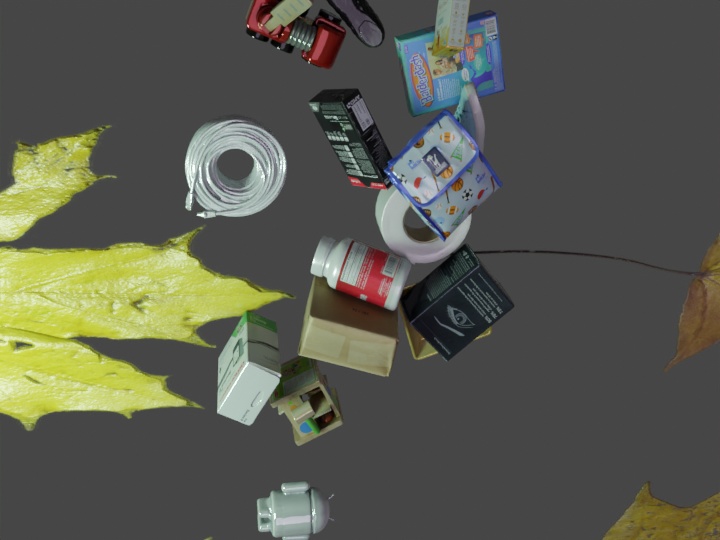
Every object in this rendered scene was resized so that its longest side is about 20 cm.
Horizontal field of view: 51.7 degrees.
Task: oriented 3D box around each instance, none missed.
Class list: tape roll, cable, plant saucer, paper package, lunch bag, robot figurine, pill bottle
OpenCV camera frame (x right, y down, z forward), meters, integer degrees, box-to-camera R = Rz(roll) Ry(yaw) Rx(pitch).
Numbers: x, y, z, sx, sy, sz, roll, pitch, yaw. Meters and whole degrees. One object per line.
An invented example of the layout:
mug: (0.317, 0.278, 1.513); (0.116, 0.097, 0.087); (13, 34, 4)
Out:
tape roll: (0.133, -0.119, 1.582); (0.198, 0.071, 0.206); (-5, 118, -9)
cable: (-0.244, -0.204, 1.464); (0.196, 0.069, 0.203); (2, 116, -13)
plant saucer: (0.189, 0.087, 1.715); (0.197, 0.049, 0.203); (-19, 119, -2)
paper package: (-0.022, 0.113, 1.589); (0.196, 0.192, 0.105); (14, 119, -6)
lunch bag: (0.154, -0.184, 1.424); (0.170, 0.124, 0.200); (-43, 130, 1)
robot figurine: (-0.163, 0.610, 1.882); (0.196, 0.113, 0.173); (-3, 111, -10)
pill bottle: (0.000, 0.000, 1.571); (0.197, 0.112, 0.114); (20, 114, 4)

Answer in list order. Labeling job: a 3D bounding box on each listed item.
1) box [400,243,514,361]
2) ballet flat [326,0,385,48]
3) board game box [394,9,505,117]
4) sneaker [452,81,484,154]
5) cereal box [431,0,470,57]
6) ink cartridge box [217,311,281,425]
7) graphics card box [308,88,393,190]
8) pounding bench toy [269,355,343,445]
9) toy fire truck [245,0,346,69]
box: (0.209, 0.071, 1.624); (0.199, 0.105, 0.148); (-39, 118, 10)
ballet flat: (-0.024, -0.497, 1.371); (0.066, 0.057, 0.201); (-34, 112, 7)
board game box: (0.177, -0.404, 1.456); (0.196, 0.045, 0.154); (-16, 120, -3)
sneaker: (0.202, -0.283, 1.482); (0.080, 0.075, 0.202); (-12, 141, 1)
cereal box: (0.167, -0.490, 1.323); (0.039, 0.144, 0.204); (5, 99, -5)
ink cartridge box: (-0.242, 0.207, 1.604); (0.083, 0.201, 0.147); (25, 110, -21)
graphics card box: (-0.011, -0.255, 1.449); (0.051, 0.125, 0.201); (-43, 121, -20)
pounding bench toy: (-0.118, 0.316, 1.687); (0.123, 0.201, 0.158); (-25, 119, 3)
toy fire truck: (-0.103, -0.428, 1.297); (0.173, 0.201, 0.130); (20, 113, -20)
